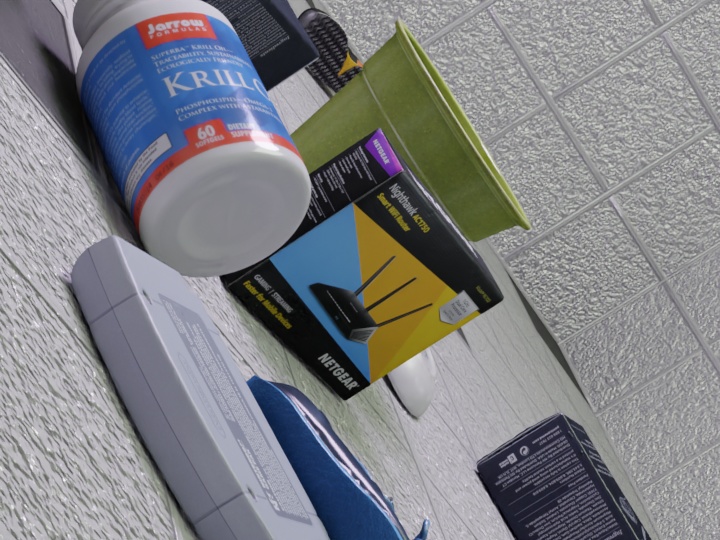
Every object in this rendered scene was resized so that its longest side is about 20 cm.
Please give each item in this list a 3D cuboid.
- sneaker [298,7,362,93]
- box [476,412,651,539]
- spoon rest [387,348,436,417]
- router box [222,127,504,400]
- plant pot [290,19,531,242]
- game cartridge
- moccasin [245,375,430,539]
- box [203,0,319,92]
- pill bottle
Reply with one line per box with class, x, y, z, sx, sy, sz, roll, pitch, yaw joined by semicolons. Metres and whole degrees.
sneaker;-0.053;-0.303;2.850;0.090;0.070;0.200;44;-3;36
box;0.218;0.256;2.071;0.200;0.104;0.148;60;7;16
spoon rest;0.019;0.041;1.902;0.099;0.060;0.200;33;39;-71
router box;0.000;0.000;1.511;0.200;0.149;0.051;47;12;-53
plant pot;0.007;-0.069;1.694;0.200;0.190;0.200;56;8;-12
game cartridge;-0.081;0.079;1.080;0.200;0.040;0.133;60;4;19
moccasin;-0.002;0.139;1.151;0.068;0.080;0.200;23;35;-58
box;-0.141;-0.249;1.795;0.149;0.107;0.200;60;8;26
pill bottle;-0.116;-0.102;1.317;0.112;0.112;0.200;48;12;-54
